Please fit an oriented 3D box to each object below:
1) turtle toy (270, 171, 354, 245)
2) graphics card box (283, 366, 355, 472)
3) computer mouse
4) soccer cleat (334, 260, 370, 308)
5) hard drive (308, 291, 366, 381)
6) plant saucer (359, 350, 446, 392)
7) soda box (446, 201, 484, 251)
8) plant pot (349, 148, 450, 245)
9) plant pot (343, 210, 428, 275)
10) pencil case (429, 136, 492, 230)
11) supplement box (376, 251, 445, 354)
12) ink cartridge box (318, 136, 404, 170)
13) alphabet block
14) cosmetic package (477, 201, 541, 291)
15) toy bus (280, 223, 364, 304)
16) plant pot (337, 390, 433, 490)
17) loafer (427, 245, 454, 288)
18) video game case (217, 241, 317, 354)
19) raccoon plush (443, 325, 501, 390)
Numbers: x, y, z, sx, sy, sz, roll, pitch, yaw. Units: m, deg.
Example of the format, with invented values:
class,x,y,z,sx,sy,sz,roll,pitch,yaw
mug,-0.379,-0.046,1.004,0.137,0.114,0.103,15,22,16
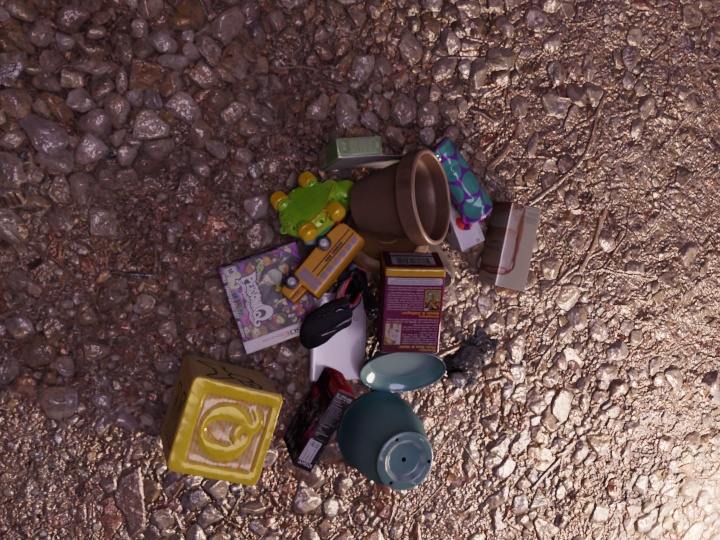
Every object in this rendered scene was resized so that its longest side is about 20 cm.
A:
class,x,y,z,sx,sy,sz,roll,pitch,yaw
turtle toy,-0.090,-0.135,1.610,0.199,0.101,0.146,-36,62,-11
graphics card box,-0.093,0.326,1.641,0.051,0.125,0.201,27,98,-23
computer mouse,-0.064,0.072,1.592,0.199,0.141,0.046,-28,145,18
soccer cleat,0.000,0.000,1.664,0.066,0.076,0.201,29,75,-15
hard drive,-0.052,0.150,1.703,0.131,0.026,0.202,0,96,-19
plant saucer,0.096,0.220,1.703,0.198,0.200,0.036,9,52,-20
soda box,0.219,-0.150,1.744,0.068,0.064,0.201,-25,103,-14
plant pot,0.075,-0.146,1.571,0.200,0.173,0.202,14,74,-61
plant pot,0.058,-0.086,1.659,0.198,0.028,0.202,2,67,-4
pencil case,0.213,-0.196,1.659,0.092,0.085,0.200,-46,108,-25
supplement box,0.106,0.069,1.598,0.130,0.103,0.202,2,112,-6
ink cartridge box,0.022,-0.254,1.619,0.198,0.145,0.048,-6,89,-19
alphabet block,-0.294,0.306,1.544,0.194,0.200,0.198,15,91,-19
cosmetic package,0.356,-0.060,1.782,0.087,0.103,0.202,10,91,-18
toy bus,-0.083,-0.008,1.588,0.078,0.065,0.200,38,82,5
plant pot,0.070,0.397,1.684,0.198,0.188,0.202,-3,99,-19
loafer,0.145,-0.043,1.729,0.076,0.068,0.200,-39,95,28
video game case,-0.197,0.059,1.626,0.180,0.036,0.202,-19,98,-11
raccoon plush,0.273,0.210,1.742,0.097,0.200,0.134,40,97,-8
